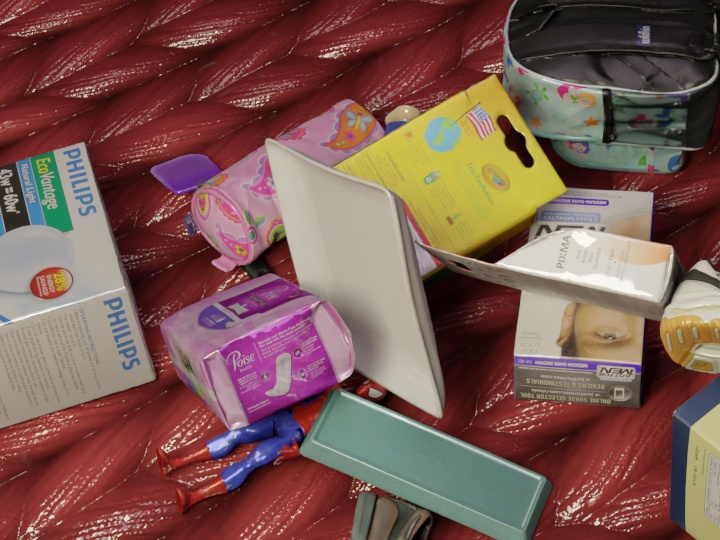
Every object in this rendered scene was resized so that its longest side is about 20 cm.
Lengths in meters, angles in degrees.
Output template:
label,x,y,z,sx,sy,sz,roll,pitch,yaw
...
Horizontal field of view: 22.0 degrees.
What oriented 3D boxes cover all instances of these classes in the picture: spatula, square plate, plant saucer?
label,x,y,z,sx,sy,sz,roll,pitch,yaw
spatula,-0.130,-0.048,1.723,0.056,0.021,0.200,-23,53,-21
square plate,0.000,0.000,1.496,0.028,0.202,0.198,-25,27,-23
plant saucer,0.054,0.155,1.486,0.198,0.019,0.070,23,53,8

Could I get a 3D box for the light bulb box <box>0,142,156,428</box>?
label,x,y,z,sx,sy,sz,roll,pitch,yaw
light bulb box,-0.303,0.018,1.615,0.198,0.126,0.199,-17,47,-7

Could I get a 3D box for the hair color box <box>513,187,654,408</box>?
label,x,y,z,sx,sy,sz,roll,pitch,yaw
hair color box,0.194,0.019,1.593,0.108,0.065,0.201,3,49,9

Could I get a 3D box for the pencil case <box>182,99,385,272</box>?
label,x,y,z,sx,sy,sz,roll,pitch,yaw
pencil case,-0.063,-0.079,1.687,0.087,0.088,0.199,32,51,31

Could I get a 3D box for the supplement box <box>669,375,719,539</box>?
label,x,y,z,sx,sy,sz,roll,pitch,yaw
supplement box,0.372,0.152,1.396,0.199,0.135,0.200,-34,51,-21

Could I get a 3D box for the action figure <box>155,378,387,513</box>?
label,x,y,z,sx,sy,sz,roll,pitch,yaw
action figure,-0.067,0.134,1.529,0.198,0.052,0.066,-22,56,-17

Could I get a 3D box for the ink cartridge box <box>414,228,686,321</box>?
label,x,y,z,sx,sy,sz,roll,pitch,yaw
ink cartridge box,0.157,-0.007,1.474,0.198,0.162,0.051,16,86,16

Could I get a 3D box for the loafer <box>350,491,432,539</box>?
label,x,y,z,sx,sy,sz,roll,pitch,yaw
loafer,0.017,0.252,1.398,0.062,0.072,0.201,5,46,3

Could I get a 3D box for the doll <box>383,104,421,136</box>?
label,x,y,z,sx,sy,sz,roll,pitch,yaw
doll,0.049,-0.045,1.655,0.135,0.048,0.202,20,60,-18

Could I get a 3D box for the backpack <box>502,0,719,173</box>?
label,x,y,z,sx,sy,sz,roll,pitch,yaw
backpack,0.228,-0.186,1.718,0.197,0.152,0.179,6,45,3

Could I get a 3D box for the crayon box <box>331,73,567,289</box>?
label,x,y,z,sx,sy,sz,roll,pitch,yaw
crayon box,0.063,-0.063,1.592,0.199,0.051,0.128,-30,79,-5

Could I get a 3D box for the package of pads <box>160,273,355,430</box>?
label,x,y,z,sx,sy,sz,roll,pitch,yaw
package of pads,-0.087,0.062,1.522,0.120,0.076,0.200,-25,13,-12

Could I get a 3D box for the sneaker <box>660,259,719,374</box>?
label,x,y,z,sx,sy,sz,roll,pitch,yaw
sneaker,0.325,0.033,1.369,0.198,0.076,0.088,11,49,19
